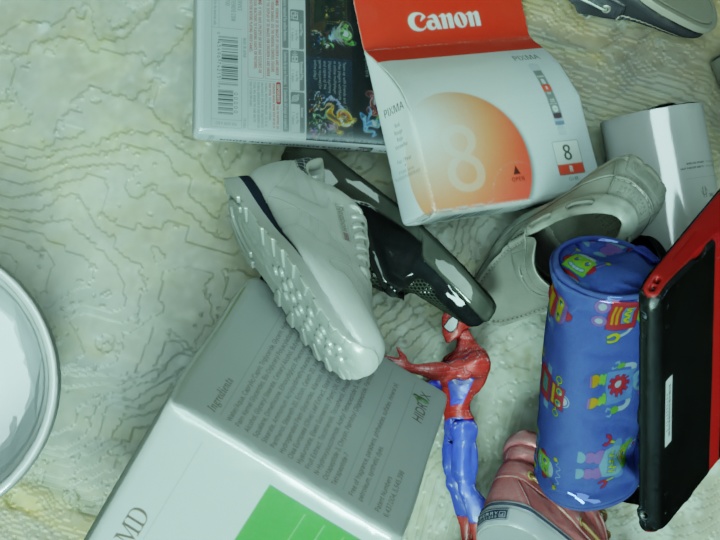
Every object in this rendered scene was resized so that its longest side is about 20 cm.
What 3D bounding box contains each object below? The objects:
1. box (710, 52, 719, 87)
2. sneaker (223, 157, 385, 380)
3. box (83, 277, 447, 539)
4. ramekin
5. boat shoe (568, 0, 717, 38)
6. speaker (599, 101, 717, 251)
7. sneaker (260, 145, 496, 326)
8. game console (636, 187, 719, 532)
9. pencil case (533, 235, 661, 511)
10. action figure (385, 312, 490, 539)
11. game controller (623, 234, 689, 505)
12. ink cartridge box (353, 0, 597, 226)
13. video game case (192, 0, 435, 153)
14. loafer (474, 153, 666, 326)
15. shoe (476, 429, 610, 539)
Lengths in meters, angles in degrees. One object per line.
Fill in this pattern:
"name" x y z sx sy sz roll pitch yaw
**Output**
"box" 0.389 -0.148 1.183 0.199 0.109 0.128 -23 91 -5
"sneaker" -0.024 -0.010 1.056 0.080 0.077 0.200 -18 48 -18
"box" -0.072 0.155 1.058 0.171 0.200 0.199 32 115 -1
"ramekin" -0.310 0.078 1.118 0.199 0.105 0.201 0 89 -4
"boat shoe" 0.181 -0.228 1.200 0.199 0.063 0.073 26 50 -15
"speaker" 0.236 -0.024 1.181 0.081 0.081 0.201 -10 90 -5
"sneaker" 0.000 0.000 1.157 0.199 0.076 0.114 36 91 7
"game console" 0.228 0.051 1.047 0.177 0.031 0.201 -38 134 -39
"pencil case" 0.164 0.068 1.066 0.086 0.078 0.201 -14 128 -20
"action figure" 0.050 0.126 1.167 0.098 0.065 0.201 3 88 -14
"game controller" 0.199 0.073 1.150 0.042 0.104 0.201 -8 92 -35
"ink cartridge box" 0.086 -0.141 1.149 0.162 0.050 0.201 -10 87 -33
"video game case" -0.033 -0.187 1.156 0.181 0.023 0.201 3 76 -15
"loafer" 0.137 -0.012 1.122 0.070 0.200 0.070 42 48 -1
"shoe" 0.168 0.207 1.173 0.200 0.071 0.091 43 48 -25
